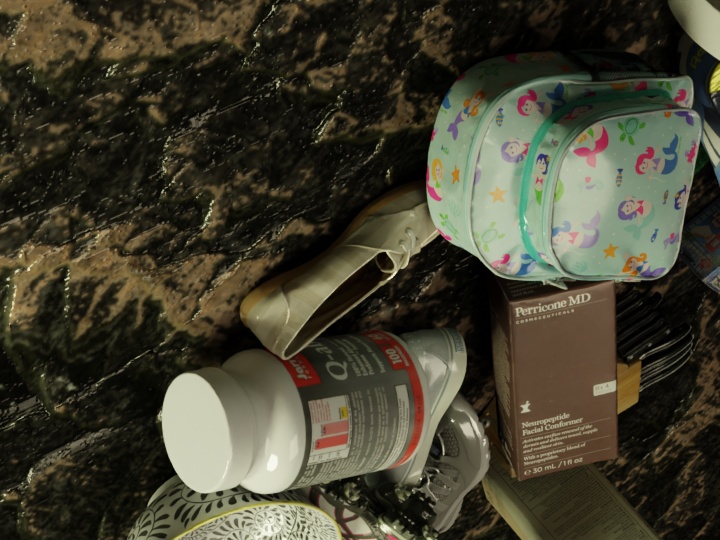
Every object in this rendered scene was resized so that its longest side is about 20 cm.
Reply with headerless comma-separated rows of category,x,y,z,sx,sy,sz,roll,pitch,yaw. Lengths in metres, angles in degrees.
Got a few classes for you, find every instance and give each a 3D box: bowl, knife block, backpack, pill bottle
bowl,-0.124,0.225,1.542,0.199,0.094,0.202,-19,142,-16
knife block,0.227,0.109,1.785,0.175,0.064,0.201,10,121,-47
backpack,0.156,-0.077,1.422,0.198,0.151,0.179,0,111,-22
pill bottle,-0.050,0.115,1.480,0.199,0.116,0.116,-7,134,-39

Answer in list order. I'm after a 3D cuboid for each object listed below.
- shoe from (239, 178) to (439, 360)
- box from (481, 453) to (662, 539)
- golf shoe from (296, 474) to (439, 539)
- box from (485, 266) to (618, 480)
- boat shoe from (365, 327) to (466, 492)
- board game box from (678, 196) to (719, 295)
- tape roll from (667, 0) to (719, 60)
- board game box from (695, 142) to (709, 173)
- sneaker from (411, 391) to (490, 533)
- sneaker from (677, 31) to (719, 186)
shoe,0.000,0.000,1.454,0.199,0.053,0.070,-34,146,-9
box,0.212,0.249,1.806,0.095,0.200,0.078,-32,145,-12
golf shoe,-0.023,0.201,1.594,0.200,0.077,0.088,39,120,-23
box,0.172,0.080,1.631,0.099,0.075,0.201,-12,123,-8
boat shoe,0.027,0.128,1.624,0.071,0.070,0.202,5,128,-25
board game box,0.419,-0.051,1.793,0.200,0.062,0.200,-47,145,10
tape roll,0.333,-0.205,1.413,0.202,0.203,0.037,-15,139,-32
board game box,0.232,-0.105,1.588,0.105,0.023,0.200,-50,145,10
sneaker,0.062,0.189,1.706,0.082,0.075,0.201,-19,141,-30
sneaker,0.318,-0.129,1.567,0.074,0.082,0.201,-33,135,-9
